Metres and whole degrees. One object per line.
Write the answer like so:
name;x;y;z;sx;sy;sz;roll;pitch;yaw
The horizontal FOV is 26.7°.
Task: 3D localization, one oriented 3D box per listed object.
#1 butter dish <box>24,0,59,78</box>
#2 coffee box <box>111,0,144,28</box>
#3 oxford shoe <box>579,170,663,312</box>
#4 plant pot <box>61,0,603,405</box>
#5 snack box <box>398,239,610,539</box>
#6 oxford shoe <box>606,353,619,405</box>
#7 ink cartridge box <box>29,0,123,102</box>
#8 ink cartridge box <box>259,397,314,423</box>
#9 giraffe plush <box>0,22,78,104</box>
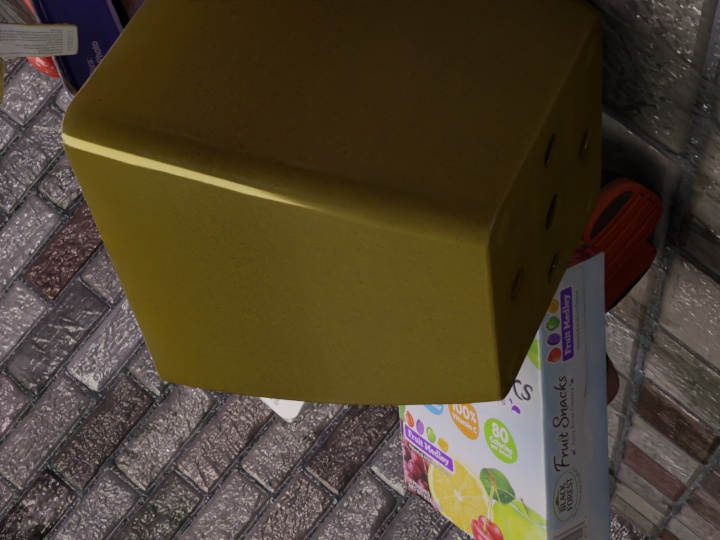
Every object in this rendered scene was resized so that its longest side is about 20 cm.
butter dish;-0.208;-0.216;1.195;0.200;0.148;0.199;39;174;7
coffee box;-0.109;-0.159;0.984;0.201;0.079;0.114;62;173;-4
oxford shoe;0.127;-0.024;0.884;0.073;0.071;0.200;43;176;15
plant pot;0.008;-0.050;0.704;0.175;0.201;0.201;18;149;20
snack box;0.076;0.063;0.863;0.142;0.053;0.201;30;132;49
oxford shoe;0.097;0.014;0.951;0.200;0.071;0.074;46;164;58
ink cartridge box;-0.156;-0.130;0.893;0.200;0.040;0.201;76;170;-65
ink cartridge box;0.000;0.000;1.073;0.084;0.146;0.200;40;-149;10
giraffe plush;-0.245;-0.173;0.762;0.199;0.173;0.163;11;-140;-24
